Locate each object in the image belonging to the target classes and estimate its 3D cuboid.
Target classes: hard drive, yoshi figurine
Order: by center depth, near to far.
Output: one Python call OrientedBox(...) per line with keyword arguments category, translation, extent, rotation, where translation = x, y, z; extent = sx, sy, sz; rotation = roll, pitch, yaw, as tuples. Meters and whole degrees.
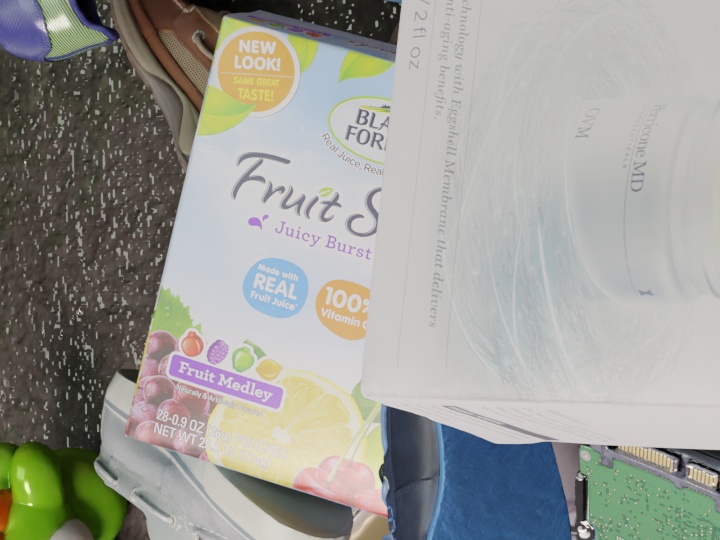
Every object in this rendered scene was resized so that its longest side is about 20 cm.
OrientedBox(category="hard drive", translation=(0.155, 0.154, 0.913), extent=(0.140, 0.038, 0.200), rotation=(20, 133, 31))
OrientedBox(category="yoshi figurine", translation=(-0.156, 0.182, 1.221), extent=(0.112, 0.112, 0.200), rotation=(-133, 34, -75))

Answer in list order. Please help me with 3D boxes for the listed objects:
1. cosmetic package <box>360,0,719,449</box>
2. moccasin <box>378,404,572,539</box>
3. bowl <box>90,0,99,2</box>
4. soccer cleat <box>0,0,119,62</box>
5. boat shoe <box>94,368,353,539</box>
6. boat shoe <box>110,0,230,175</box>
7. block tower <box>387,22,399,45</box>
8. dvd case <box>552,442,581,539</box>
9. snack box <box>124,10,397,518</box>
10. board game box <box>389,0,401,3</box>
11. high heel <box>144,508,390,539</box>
OrientedBox(category="cosmetic package", translation=(0.121, -0.039, 0.813), extent=(0.200, 0.123, 0.200), rotation=(0, 78, 30))
OrientedBox(category="moccasin", translation=(0.047, 0.086, 0.936), extent=(0.068, 0.080, 0.200), rotation=(179, 91, -67))
OrientedBox(category="bowl", translation=(-0.105, -0.235, 1.147), extent=(0.201, 0.094, 0.201), rotation=(0, 90, 45))
OrientedBox(category="soccer cleat", translation=(-0.144, -0.202, 1.092), extent=(0.084, 0.065, 0.201), rotation=(2, 88, 16))
OrientedBox(category="boat shoe", translation=(-0.071, 0.111, 1.071), extent=(0.201, 0.070, 0.072), rotation=(32, 107, 54))
OrientedBox(category="boat shoe", translation=(-0.070, -0.096, 1.149), extent=(0.072, 0.076, 0.200), rotation=(-31, 59, 4))
OrientedBox(category="block tower", translation=(0.009, -0.033, 1.065), extent=(0.200, 0.054, 0.058), rotation=(-64, 17, 17))
OrientedBox(category="dvd case", translation=(0.137, 0.079, 1.005), extent=(0.149, 0.016, 0.200), rotation=(-4, 89, 40))
OrientedBox(category="snack box", translation=(0.000, 0.000, 0.999), extent=(0.168, 0.068, 0.200), rotation=(16, 101, 9))
OrientedBox(category="board game box", translation=(0.020, -0.210, 1.081), extent=(0.200, 0.039, 0.158), rotation=(15, 100, 38))
OrientedBox(category="high heel", translation=(-0.042, 0.094, 1.117), extent=(0.143, 0.071, 0.200), rotation=(53, 129, 22))
